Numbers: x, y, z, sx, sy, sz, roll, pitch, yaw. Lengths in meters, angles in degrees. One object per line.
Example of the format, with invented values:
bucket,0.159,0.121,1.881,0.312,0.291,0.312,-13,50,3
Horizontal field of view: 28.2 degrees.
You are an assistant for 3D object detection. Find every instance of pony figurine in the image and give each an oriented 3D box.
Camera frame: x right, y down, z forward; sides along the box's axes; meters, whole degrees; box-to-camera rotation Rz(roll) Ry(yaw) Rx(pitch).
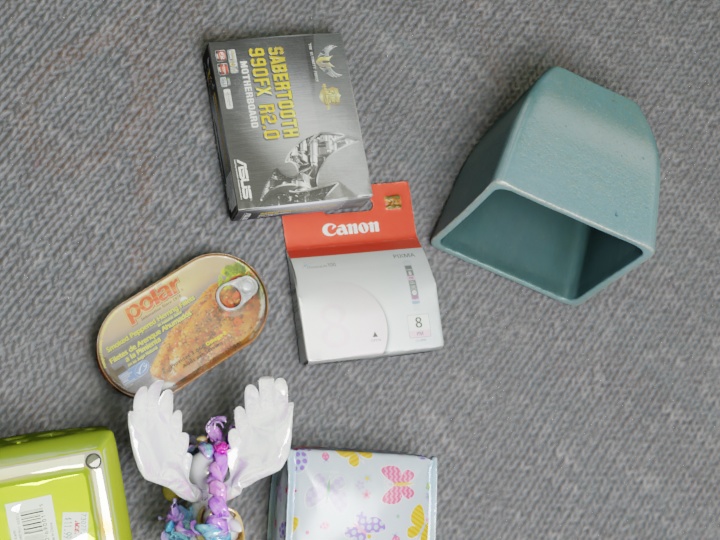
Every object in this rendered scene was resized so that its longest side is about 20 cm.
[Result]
pony figurine,-0.152,0.208,1.446,0.166,0.200,0.193,-3,81,-16

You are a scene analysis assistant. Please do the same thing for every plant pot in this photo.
plant pot,0.223,-0.109,1.625,0.196,0.196,0.200,23,64,-11
plant pot,-0.320,0.257,1.400,0.199,0.181,0.200,-8,83,-18

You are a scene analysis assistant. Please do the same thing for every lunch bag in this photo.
lunch bag,-0.010,0.290,1.513,0.169,0.127,0.200,6,85,-13

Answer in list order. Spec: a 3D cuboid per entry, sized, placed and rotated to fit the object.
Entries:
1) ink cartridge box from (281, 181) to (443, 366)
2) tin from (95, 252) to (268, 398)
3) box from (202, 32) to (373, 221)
ink cartridge box,0.000,0.000,1.609,0.162,0.057,0.200,-6,86,-17
tin,-0.193,0.060,1.548,0.200,0.042,0.112,-32,94,-19
box,-0.083,-0.162,1.607,0.158,0.048,0.200,-7,78,-16
